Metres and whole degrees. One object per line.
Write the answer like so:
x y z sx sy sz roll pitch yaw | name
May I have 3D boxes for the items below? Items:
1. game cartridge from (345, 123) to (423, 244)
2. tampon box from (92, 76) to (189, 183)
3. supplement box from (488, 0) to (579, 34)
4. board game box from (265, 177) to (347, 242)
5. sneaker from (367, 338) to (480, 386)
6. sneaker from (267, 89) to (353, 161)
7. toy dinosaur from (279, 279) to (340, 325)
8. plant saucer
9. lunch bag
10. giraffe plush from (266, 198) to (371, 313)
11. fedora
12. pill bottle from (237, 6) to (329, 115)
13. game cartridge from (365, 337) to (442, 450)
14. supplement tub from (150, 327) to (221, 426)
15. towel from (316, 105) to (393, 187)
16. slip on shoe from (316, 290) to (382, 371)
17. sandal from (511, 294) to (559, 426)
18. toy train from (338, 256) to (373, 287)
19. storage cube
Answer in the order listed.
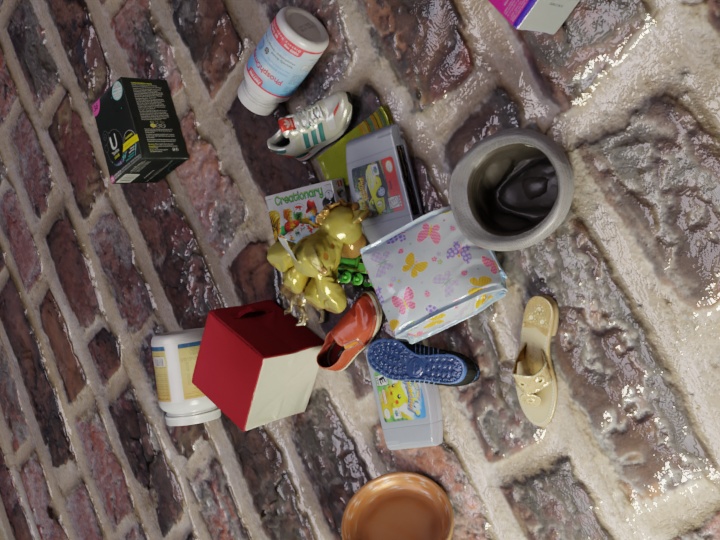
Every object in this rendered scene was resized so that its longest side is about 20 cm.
0.039 -0.146 1.556 0.133 0.041 0.201 -13 92 49 | game cartridge
-0.508 -0.319 2.019 0.150 0.126 0.201 -27 77 43 | tampon box
0.226 -0.451 1.291 0.200 0.101 0.103 56 130 24 | supplement box
-0.099 -0.099 1.703 0.199 0.035 0.127 -9 96 45 | board game box
0.107 0.162 1.498 0.199 0.078 0.070 10 85 36 | sneaker
-0.097 -0.270 1.637 0.200 0.093 0.071 -33 64 43 | sneaker
-0.105 0.055 1.723 0.200 0.058 0.102 -10 88 45 | toy dinosaur
0.066 0.447 1.538 0.200 0.200 0.038 30 149 38 | plant saucer
0.127 0.004 1.437 0.199 0.127 0.170 -29 71 14 | lunch bag
-0.059 -0.047 1.564 0.172 0.162 0.200 30 155 26 | giraffe plush
0.242 -0.122 1.330 0.200 0.090 0.178 -27 79 37 | fedora
-0.153 -0.392 1.669 0.200 0.108 0.109 -47 64 38 | pill bottle
0.081 0.219 1.579 0.133 0.040 0.201 -17 84 41 | game cartridge
-0.385 0.235 1.965 0.144 0.144 0.201 -6 91 45 | supplement tub
-0.006 -0.217 1.613 0.200 0.018 0.086 -31 73 43 | towel
-0.021 0.119 1.648 0.074 0.061 0.200 54 127 27 | slip on shoe
0.260 0.145 1.365 0.077 0.069 0.213 13 105 43 | sandal
0.000 0.000 1.615 0.199 0.042 0.057 9 88 39 | toy train
-0.205 0.187 1.763 0.180 0.171 0.201 34 118 35 | storage cube
